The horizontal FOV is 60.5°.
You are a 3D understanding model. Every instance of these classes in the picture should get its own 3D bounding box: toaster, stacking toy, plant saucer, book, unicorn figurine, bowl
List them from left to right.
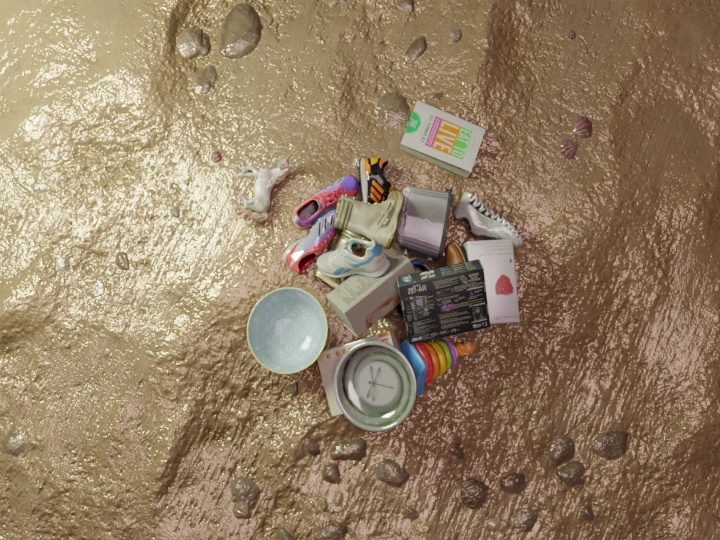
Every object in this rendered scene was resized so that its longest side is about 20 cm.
[{"bbox_3d":[-0.252,-0.219,1.561,0.134,0.074,0.205,10,96,-12],"label":"unicorn figurine"},{"bbox_3d":[-0.168,0.152,1.491,0.195,0.108,0.205,-1,76,4],"label":"bowl"},{"bbox_3d":[0.038,0.261,1.411,0.195,0.050,0.206,0,90,17],"label":"plant saucer"},{"bbox_3d":[0.158,-0.129,1.553,0.126,0.114,0.205,11,82,0],"label":"toaster"},{"bbox_3d":[0.199,0.213,1.528,0.196,0.118,0.110,-15,44,-22],"label":"stacking toy"},{"bbox_3d":[0.215,-0.346,1.621,0.196,0.048,0.136,22,78,0],"label":"book"}]

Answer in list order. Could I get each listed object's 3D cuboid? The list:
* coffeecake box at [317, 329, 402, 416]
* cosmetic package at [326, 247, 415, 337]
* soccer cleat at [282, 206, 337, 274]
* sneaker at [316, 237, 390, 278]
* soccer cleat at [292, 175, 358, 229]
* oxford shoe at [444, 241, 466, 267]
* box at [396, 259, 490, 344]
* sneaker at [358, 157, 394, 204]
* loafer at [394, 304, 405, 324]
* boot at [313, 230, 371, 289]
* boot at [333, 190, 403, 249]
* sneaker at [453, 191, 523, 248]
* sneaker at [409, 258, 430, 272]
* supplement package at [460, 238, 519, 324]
[{"bbox_3d":[0.010,0.246,1.484,0.196,0.073,0.157,-18,83,16],"label":"coffeecake box"},{"bbox_3d":[0.032,0.048,1.447,0.198,0.103,0.088,-36,125,-12],"label":"cosmetic package"},{"bbox_3d":[-0.103,-0.073,1.532,0.200,0.068,0.073,-43,55,-3],"label":"soccer cleat"},{"bbox_3d":[-0.026,-0.034,1.444,0.082,0.196,0.077,60,43,-33],"label":"sneaker"},{"bbox_3d":[-0.085,-0.176,1.560,0.198,0.073,0.069,-34,86,-7],"label":"soccer cleat"},{"bbox_3d":[0.221,0.029,1.494,0.070,0.071,0.205,1,80,-26],"label":"oxford shoe"},{"bbox_3d":[0.191,0.074,1.415,0.195,0.044,0.163,-13,118,3],"label":"box"},{"bbox_3d":[0.045,-0.191,1.572,0.088,0.070,0.205,-6,82,-2],"label":"sneaker"},{"bbox_3d":[0.102,0.065,1.533,0.072,0.063,0.202,-38,80,29],"label":"loafer"},{"bbox_3d":[0.000,0.000,1.544,0.198,0.073,0.157,33,86,7],"label":"boot"},{"bbox_3d":[0.019,-0.146,1.477,0.151,0.073,0.202,18,41,-2],"label":"boot"},{"bbox_3d":[0.329,-0.115,1.590,0.199,0.075,0.082,38,92,7],"label":"sneaker"},{"bbox_3d":[0.179,0.055,1.545,0.077,0.085,0.201,-41,88,-8],"label":"sneaker"},{"bbox_3d":[0.316,0.034,1.540,0.118,0.120,0.205,-3,84,-6],"label":"supplement package"}]
